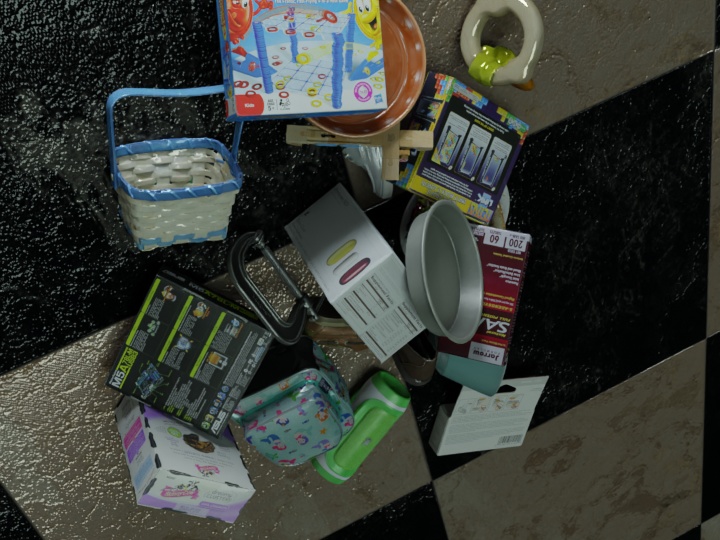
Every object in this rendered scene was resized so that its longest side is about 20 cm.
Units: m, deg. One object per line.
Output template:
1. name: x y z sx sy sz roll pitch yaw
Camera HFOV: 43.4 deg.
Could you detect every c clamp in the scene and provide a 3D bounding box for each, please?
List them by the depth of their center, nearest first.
1. c clamp: -0.123 0.018 1.326 0.027 0.172 0.201 -19 125 30

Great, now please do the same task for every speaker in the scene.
1. speaker: 0.000 0.273 1.572 0.088 0.089 0.201 28 106 -37

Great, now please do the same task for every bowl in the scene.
1. bowl: 0.173 0.103 1.494 0.103 0.202 0.203 5 121 -7

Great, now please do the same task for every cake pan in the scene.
1. cake pan: 0.118 0.003 1.272 0.036 0.202 0.201 -9 138 30

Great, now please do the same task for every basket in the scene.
1. basket: -0.236 -0.135 1.139 0.174 0.139 0.202 -7 130 -29

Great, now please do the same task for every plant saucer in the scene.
1. plant saucer: -0.011 -0.275 1.184 0.197 0.032 0.203 -1 94 -15

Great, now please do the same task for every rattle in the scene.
1. rattle: 0.223 -0.361 1.272 0.141 0.129 0.203 -5 98 -36

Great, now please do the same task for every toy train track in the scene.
1. toy train track: -0.001 -0.177 1.223 0.197 0.033 0.116 3 80 -2

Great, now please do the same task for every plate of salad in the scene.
1. plate of salad: 0.156 -0.076 1.441 0.198 0.048 0.202 -14 127 -18

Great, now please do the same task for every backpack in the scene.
1. backpack: -0.103 0.220 1.448 0.176 0.152 0.200 -26 140 9

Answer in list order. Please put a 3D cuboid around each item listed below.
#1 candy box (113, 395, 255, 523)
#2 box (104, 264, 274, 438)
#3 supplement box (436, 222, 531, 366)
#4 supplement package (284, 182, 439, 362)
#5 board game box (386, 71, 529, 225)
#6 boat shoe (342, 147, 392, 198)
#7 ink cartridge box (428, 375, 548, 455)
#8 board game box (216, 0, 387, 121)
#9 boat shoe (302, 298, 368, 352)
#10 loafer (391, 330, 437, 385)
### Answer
1. candy box: -0.267 0.271 1.359 0.167 0.200 0.072 25 109 -36
2. box: -0.248 0.122 1.322 0.191 0.048 0.202 27 109 -7
3. supplement box: 0.189 0.036 1.382 0.061 0.107 0.203 10 91 -76
4. supplement package: 0.000 0.000 1.312 0.110 0.200 0.156 -37 131 2
5. board game box: 0.145 -0.173 1.319 0.199 0.056 0.167 19 97 -45
6. boat shoe: 0.004 -0.188 1.278 0.068 0.072 0.202 -12 131 0
7. ink cartridge box: 0.242 0.263 1.714 0.197 0.045 0.178 -1 122 -27
8. board game box: -0.073 -0.290 1.112 0.197 0.056 0.199 -7 95 -20
9. boat shoe: -0.001 0.092 1.466 0.197 0.072 0.069 10 122 -21
10. loafer: 0.066 0.077 1.409 0.072 0.201 0.071 -20 159 -37
